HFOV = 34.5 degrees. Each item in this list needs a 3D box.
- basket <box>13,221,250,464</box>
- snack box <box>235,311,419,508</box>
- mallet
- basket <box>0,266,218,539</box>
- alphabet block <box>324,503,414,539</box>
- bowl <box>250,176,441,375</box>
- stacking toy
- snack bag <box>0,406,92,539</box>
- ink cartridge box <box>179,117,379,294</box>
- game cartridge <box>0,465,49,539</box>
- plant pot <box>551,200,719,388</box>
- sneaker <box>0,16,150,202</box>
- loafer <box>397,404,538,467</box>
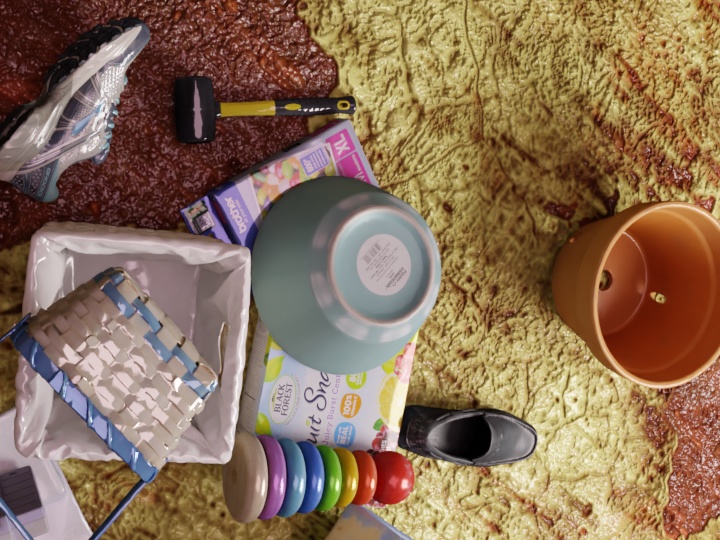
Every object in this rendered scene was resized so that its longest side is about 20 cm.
[{"bbox_3d":[-0.215,0.061,1.080,0.196,0.161,0.202,4,95,-16],"label":"basket"},{"bbox_3d":[-0.039,0.138,1.222,0.166,0.067,0.204,11,92,-23],"label":"snack box"},{"bbox_3d":[-0.097,-0.175,1.179,0.197,0.041,0.067,-14,100,-25],"label":"mallet"},{"bbox_3d":[-0.223,0.111,0.928,0.200,0.139,0.177,-42,103,-15],"label":"basket"},{"bbox_3d":[0.037,0.393,1.190,0.201,0.194,0.196,-54,134,-6],"label":"alphabet block"},{"bbox_3d":[0.000,0.000,1.140,0.197,0.105,0.205,2,84,-23],"label":"bowl"},{"bbox_3d":[-0.034,0.204,1.160,0.197,0.085,0.087,3,96,-28],"label":"stacking toy"},{"bbox_3d":[-0.366,0.257,1.127,0.187,0.021,0.203,-27,106,-18],"label":"snack bag"},{"bbox_3d":[-0.074,-0.059,1.199,0.198,0.042,0.121,-30,106,-15],"label":"ink cartridge box"},{"bbox_3d":[-0.383,0.235,1.037,0.197,0.129,0.039,-18,100,-19],"label":"game cartridge"},{"bbox_3d":[0.308,0.018,1.310,0.196,0.140,0.204,-3,99,-21],"label":"plant pot"},{"bbox_3d":[-0.264,-0.152,1.100,0.200,0.078,0.086,-48,123,-3],"label":"sneaker"},{"bbox_3d":[0.127,0.188,1.285,0.198,0.070,0.069,12,91,-35],"label":"loafer"}]
